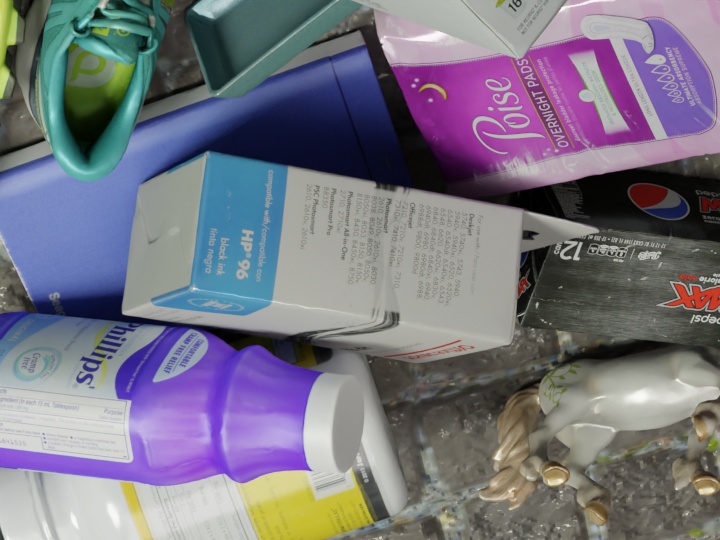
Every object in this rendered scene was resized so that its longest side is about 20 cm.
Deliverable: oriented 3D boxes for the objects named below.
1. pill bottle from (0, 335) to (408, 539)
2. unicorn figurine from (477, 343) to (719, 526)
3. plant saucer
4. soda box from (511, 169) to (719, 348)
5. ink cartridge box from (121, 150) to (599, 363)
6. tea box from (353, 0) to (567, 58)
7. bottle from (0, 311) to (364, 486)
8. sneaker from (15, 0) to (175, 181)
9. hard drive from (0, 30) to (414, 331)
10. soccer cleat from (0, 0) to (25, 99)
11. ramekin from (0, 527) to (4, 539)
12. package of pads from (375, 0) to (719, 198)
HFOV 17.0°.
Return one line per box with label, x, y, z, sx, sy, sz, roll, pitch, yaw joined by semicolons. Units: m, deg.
pill bottle;-0.084;0.102;1.246;0.200;0.112;0.112;-18;128;1
unicorn figurine;0.165;0.071;1.287;0.200;0.137;0.074;0;122;9
plant saucer;0.005;-0.154;1.103;0.200;0.070;0.019;-36;131;14
soda box;0.176;-0.004;1.259;0.200;0.063;0.071;7;125;-17
ink cartridge box;0.000;0.000;1.149;0.200;0.116;0.068;10;81;-20
tea box;-0.010;-0.208;0.955;0.197;0.200;0.134;40;83;-34
bottle;-0.099;0.064;1.159;0.200;0.084;0.065;5;121;20
sneaker;-0.107;-0.131;1.087;0.077;0.080;0.200;4;124;-16
hard drive;-0.075;-0.030;1.204;0.200;0.025;0.132;-19;128;1
soccer cleat;-0.207;-0.083;1.111;0.084;0.065;0.200;15;121;-15
ramekin;-0.267;0.183;1.272;0.200;0.098;0.201;-7;127;-9
package of pads;0.116;-0.107;1.112;0.200;0.076;0.121;-9;133;23
